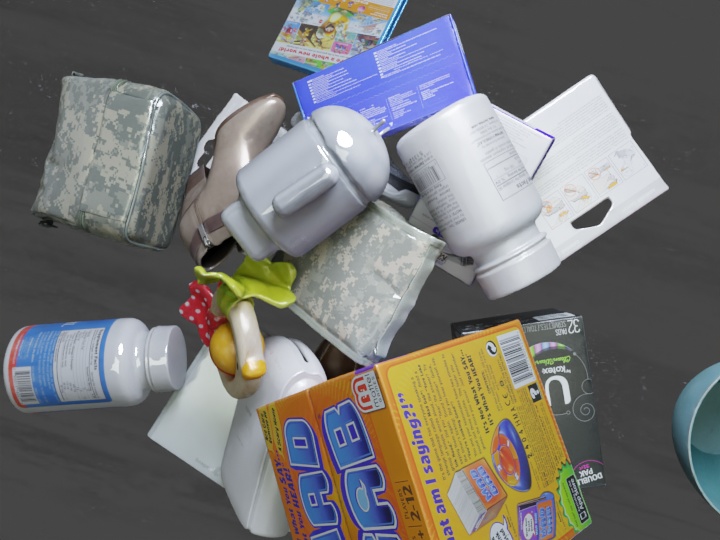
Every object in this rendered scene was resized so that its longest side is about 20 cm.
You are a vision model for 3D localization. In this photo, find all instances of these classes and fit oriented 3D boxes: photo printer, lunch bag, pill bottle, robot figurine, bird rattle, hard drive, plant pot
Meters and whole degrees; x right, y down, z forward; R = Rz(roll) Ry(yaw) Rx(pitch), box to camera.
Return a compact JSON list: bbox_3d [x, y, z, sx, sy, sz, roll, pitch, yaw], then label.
[{"bbox_3d":[-0.103,0.181,0.760,0.069,0.166,0.202,14,93,-24],"label":"photo printer"},{"bbox_3d":[0.000,0.000,0.754,0.200,0.117,0.165,38,101,43],"label":"lunch bag"},{"bbox_3d":[-0.330,0.119,0.815,0.198,0.112,0.114,-4,90,1],"label":"pill bottle"},{"bbox_3d":[0.133,-0.077,0.700,0.114,0.114,0.201,-29,91,1],"label":"pill bottle"},{"bbox_3d":[-0.051,-0.094,0.679,0.199,0.170,0.113,-36,104,9],"label":"robot figurine"},{"bbox_3d":[-0.156,0.068,0.742,0.112,0.200,0.165,-1,67,-34],"label":"bird rattle"},{"bbox_3d":[-0.311,-0.138,0.798,0.166,0.139,0.202,13,88,8],"label":"lunch bag"},{"bbox_3d":[-0.175,0.169,0.854,0.131,0.026,0.201,33,91,1],"label":"hard drive"},{"bbox_3d":[0.470,0.196,0.784,0.198,0.135,0.203,0,91,2],"label":"plant pot"}]

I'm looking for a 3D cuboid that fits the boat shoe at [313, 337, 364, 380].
[{"bbox_3d":[-0.047,0.177,0.825,0.075,0.074,0.202,19,92,-3],"label":"boat shoe"}]

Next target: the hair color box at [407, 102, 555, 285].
[{"bbox_3d":[0.141,-0.097,0.788,0.109,0.065,0.201,31,109,12],"label":"hair color box"}]

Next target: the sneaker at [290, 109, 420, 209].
[{"bbox_3d":[0.016,-0.172,0.820,0.199,0.075,0.114,36,94,3],"label":"sneaker"}]

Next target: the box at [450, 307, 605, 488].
[{"bbox_3d":[0.202,0.159,0.795,0.147,0.124,0.202,-8,91,3],"label":"box"}]

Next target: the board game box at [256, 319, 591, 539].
[{"bbox_3d":[0.055,0.185,0.612,0.199,0.199,0.202,-9,77,-42],"label":"board game box"}]

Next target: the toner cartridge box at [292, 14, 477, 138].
[{"bbox_3d":[0.028,-0.208,0.743,0.198,0.043,0.096,-17,91,18],"label":"toner cartridge box"}]

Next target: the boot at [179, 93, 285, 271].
[{"bbox_3d":[-0.146,-0.098,0.772,0.200,0.070,0.147,-41,51,25],"label":"boot"}]

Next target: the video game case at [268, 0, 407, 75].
[{"bbox_3d":[-0.015,-0.337,0.815,0.142,0.018,0.202,24,84,21],"label":"video game case"}]

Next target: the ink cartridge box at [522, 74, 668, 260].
[{"bbox_3d":[0.261,-0.122,0.831,0.199,0.045,0.177,-33,89,2],"label":"ink cartridge box"}]

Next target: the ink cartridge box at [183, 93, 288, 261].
[{"bbox_3d":[-0.136,-0.113,0.851,0.200,0.050,0.161,38,92,19],"label":"ink cartridge box"}]
